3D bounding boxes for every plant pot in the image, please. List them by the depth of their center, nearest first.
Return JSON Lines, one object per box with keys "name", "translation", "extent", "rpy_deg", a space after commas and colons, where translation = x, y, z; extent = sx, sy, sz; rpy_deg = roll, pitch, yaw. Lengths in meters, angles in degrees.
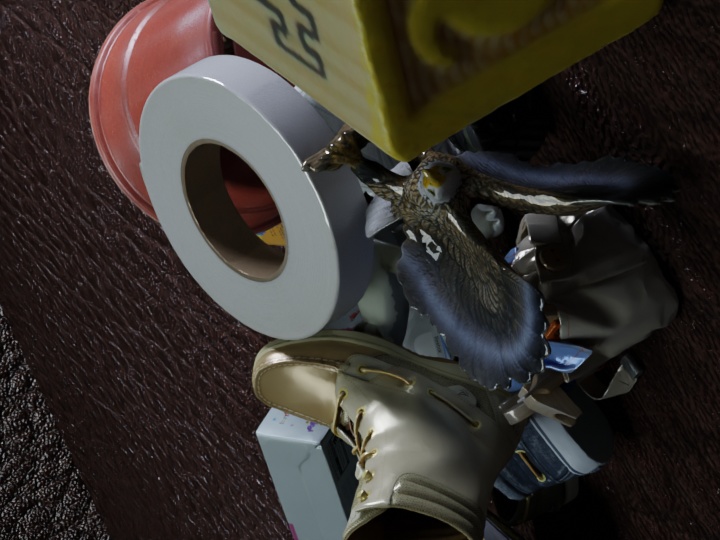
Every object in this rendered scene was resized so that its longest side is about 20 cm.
{"name": "plant pot", "translation": [-0.075, -0.141, 1.494], "extent": [0.201, 0.200, 0.195], "rpy_deg": [61, 153, -3]}

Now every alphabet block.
{"name": "alphabet block", "translation": [0.023, -0.211, 1.100], "extent": [0.200, 0.195, 0.197], "rpy_deg": [38, 154, 47]}

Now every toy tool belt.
{"name": "toy tool belt", "translation": [0.119, 0.041, 1.335], "extent": [0.125, 0.123, 0.200], "rpy_deg": [54, 161, 17]}

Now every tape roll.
{"name": "tape roll", "translation": [-0.074, -0.048, 1.378], "extent": [0.202, 0.037, 0.204], "rpy_deg": [32, 139, 32]}

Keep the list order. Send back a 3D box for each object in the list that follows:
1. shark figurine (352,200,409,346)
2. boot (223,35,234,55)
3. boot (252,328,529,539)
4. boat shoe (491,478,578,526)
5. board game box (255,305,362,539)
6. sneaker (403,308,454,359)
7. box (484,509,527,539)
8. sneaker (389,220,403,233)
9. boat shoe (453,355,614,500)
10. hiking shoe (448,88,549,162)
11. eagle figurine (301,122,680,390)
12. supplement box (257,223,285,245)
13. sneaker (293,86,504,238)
{"name": "shark figurine", "translation": [0.012, 0.018, 1.456], "extent": [0.128, 0.090, 0.216], "rpy_deg": [13, 124, 23]}
{"name": "boot", "translation": [-0.119, -0.128, 1.634], "extent": [0.107, 0.200, 0.075], "rpy_deg": [52, 128, 8]}
{"name": "boot", "translation": [0.003, 0.123, 1.378], "extent": [0.199, 0.156, 0.073], "rpy_deg": [13, 132, 11]}
{"name": "boat shoe", "translation": [0.119, 0.115, 1.544], "extent": [0.072, 0.060, 0.202], "rpy_deg": [40, 154, 45]}
{"name": "board game box", "translation": [0.002, 0.123, 1.648], "extent": [0.064, 0.200, 0.148], "rpy_deg": [5, 130, 28]}
{"name": "sneaker", "translation": [0.079, 0.079, 1.588], "extent": [0.200, 0.086, 0.075], "rpy_deg": [52, -152, -53]}
{"name": "box", "translation": [0.122, 0.240, 1.621], "extent": [0.200, 0.048, 0.158], "rpy_deg": [41, 179, -42]}
{"name": "sneaker", "translation": [0.046, -0.025, 1.544], "extent": [0.082, 0.073, 0.200], "rpy_deg": [36, 162, 1]}
{"name": "boat shoe", "translation": [0.090, 0.074, 1.453], "extent": [0.091, 0.071, 0.201], "rpy_deg": [-31, 96, 35]}
{"name": "hiking shoe", "translation": [0.041, -0.153, 1.320], "extent": [0.201, 0.076, 0.101], "rpy_deg": [63, 158, -12]}
{"name": "eagle figurine", "translation": [0.068, -0.037, 1.218], "extent": [0.200, 0.151, 0.152], "rpy_deg": [35, 124, 11]}
{"name": "supplement box", "translation": [-0.062, -0.061, 1.747], "extent": [0.067, 0.069, 0.200], "rpy_deg": [65, 163, -10]}
{"name": "sneaker", "translation": [0.023, -0.078, 1.396], "extent": [0.200, 0.081, 0.075], "rpy_deg": [41, -167, -34]}
